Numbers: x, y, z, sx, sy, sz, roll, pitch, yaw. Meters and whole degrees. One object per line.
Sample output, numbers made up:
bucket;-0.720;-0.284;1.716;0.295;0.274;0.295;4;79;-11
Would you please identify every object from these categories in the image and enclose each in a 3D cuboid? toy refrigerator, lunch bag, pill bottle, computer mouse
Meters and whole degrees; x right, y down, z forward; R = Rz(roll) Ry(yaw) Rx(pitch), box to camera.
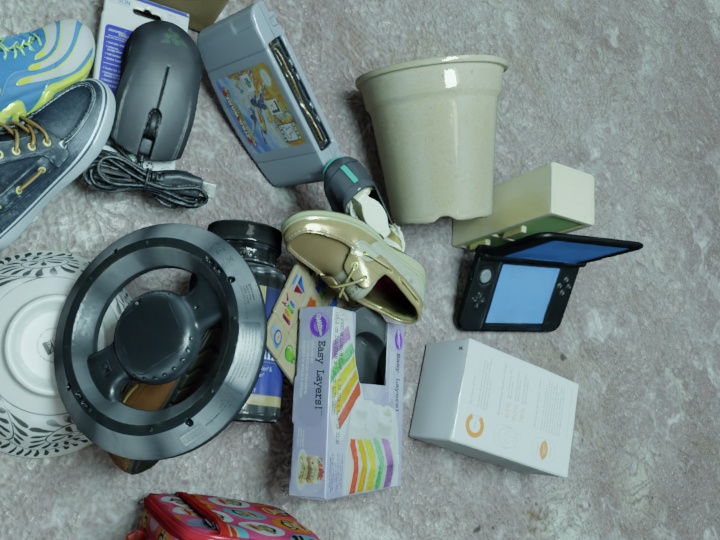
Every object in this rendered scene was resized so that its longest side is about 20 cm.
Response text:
toy refrigerator;0.208;-0.072;0.928;0.074;0.198;0.072;11;76;-28
lunch bag;-0.138;0.266;0.665;0.172;0.198;0.085;17;77;-26
pill bottle;-0.133;0.056;0.756;0.109;0.111;0.207;9;77;-28
computer mouse;-0.209;-0.176;0.745;0.135;0.052;0.207;10;76;-28

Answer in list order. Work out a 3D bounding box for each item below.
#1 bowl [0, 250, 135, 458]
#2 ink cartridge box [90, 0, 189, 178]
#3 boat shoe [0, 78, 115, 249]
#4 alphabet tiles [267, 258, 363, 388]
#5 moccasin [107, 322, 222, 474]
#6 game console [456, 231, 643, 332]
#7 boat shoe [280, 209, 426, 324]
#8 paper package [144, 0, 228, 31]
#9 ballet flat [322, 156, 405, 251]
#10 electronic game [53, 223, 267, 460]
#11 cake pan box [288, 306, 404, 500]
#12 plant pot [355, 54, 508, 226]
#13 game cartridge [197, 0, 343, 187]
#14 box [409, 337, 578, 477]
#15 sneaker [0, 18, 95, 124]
bowl;-0.292;0.075;0.669;0.196;0.093;0.208;6;79;-29
ink cartridge box;-0.247;-0.197;0.778;0.097;0.039;0.207;10;77;-28
boat shoe;-0.316;-0.115;0.662;0.070;0.091;0.203;31;78;19
alphabet tiles;-0.039;0.052;0.810;0.169;0.007;0.203;61;37;-38
moccasin;-0.183;0.092;0.672;0.077;0.073;0.204;36;103;18
game console;0.251;0.021;0.944;0.195;0.116;0.181;4;110;-31
boat shoe;0.000;0.000;0.762;0.197;0.074;0.068;24;46;-32
paper package;-0.209;-0.366;0.737;0.186;0.198;0.107;11;75;-28
ballet flat;0.012;-0.045;0.812;0.074;0.071;0.202;-60;148;-25
electronic game;-0.174;0.058;0.608;0.193;0.042;0.207;-3;73;10
cake pan box;-0.009;0.146;0.799;0.183;0.051;0.207;25;65;-61
plant pot;0.099;-0.157;0.900;0.196;0.199;0.190;-9;96;-30
game cartridge;-0.104;-0.187;0.796;0.042;0.131;0.203;-46;120;-36
box;0.177;0.182;0.923;0.196;0.097;0.128;23;70;-25
sneaker;-0.335;-0.194;0.681;0.075;0.105;0.202;33;65;0
